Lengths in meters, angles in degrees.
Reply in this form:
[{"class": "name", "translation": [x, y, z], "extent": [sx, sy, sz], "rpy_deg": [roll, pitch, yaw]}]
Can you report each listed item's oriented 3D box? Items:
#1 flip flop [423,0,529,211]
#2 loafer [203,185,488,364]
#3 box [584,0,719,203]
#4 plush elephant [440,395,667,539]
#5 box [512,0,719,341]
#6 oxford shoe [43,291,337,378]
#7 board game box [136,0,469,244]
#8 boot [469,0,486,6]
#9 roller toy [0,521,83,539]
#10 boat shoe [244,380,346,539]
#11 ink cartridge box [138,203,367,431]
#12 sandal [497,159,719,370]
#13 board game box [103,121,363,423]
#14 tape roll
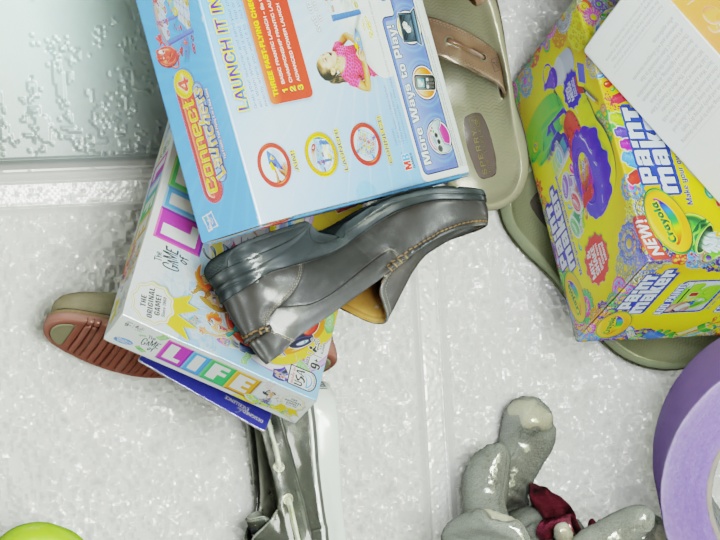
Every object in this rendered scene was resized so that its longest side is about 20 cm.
[{"class": "flip flop", "translation": [0.061, -0.134, 1.667], "extent": [0.080, 0.058, 0.202], "rpy_deg": [-13, 101, 19]}, {"class": "loafer", "translation": [0.000, 0.000, 1.517], "extent": [0.199, 0.073, 0.073], "rpy_deg": [-19, 83, -27]}, {"class": "box", "translation": [0.265, -0.121, 1.588], "extent": [0.124, 0.098, 0.200], "rpy_deg": [-35, 80, -33]}, {"class": "plush elephant", "translation": [0.132, 0.197, 1.647], "extent": [0.200, 0.155, 0.165], "rpy_deg": [-43, 104, -19]}, {"class": "box", "translation": [0.229, -0.069, 1.679], "extent": [0.191, 0.122, 0.201], "rpy_deg": [-3, 64, -23]}, {"class": "oxford shoe", "translation": [-0.112, 0.027, 1.607], "extent": [0.199, 0.071, 0.074], "rpy_deg": [7, 65, -26]}, {"class": "board game box", "translation": [-0.038, -0.134, 1.526], "extent": [0.195, 0.056, 0.202], "rpy_deg": [-15, 90, -46]}, {"class": "boot", "translation": [0.087, -0.290, 1.581], "extent": [0.155, 0.077, 0.201], "rpy_deg": [-35, 95, -3]}, {"class": "roller toy", "translation": [-0.226, 0.272, 1.502], "extent": [0.199, 0.140, 0.183], "rpy_deg": [-30, 89, -19]}, {"class": "boat shoe", "translation": [-0.047, 0.173, 1.623], "extent": [0.063, 0.071, 0.202], "rpy_deg": [-2, 82, -23]}, {"class": "ink cartridge box", "translation": [-0.065, -0.001, 1.586], "extent": [0.094, 0.037, 0.201], "rpy_deg": [30, 54, -11]}, {"class": "sandal", "translation": [0.178, 0.001, 1.726], "extent": [0.201, 0.057, 0.080], "rpy_deg": [39, 73, -16]}, {"class": "board game box", "translation": [-0.073, -0.019, 1.546], "extent": [0.134, 0.034, 0.201], "rpy_deg": [24, 53, -15]}, {"class": "tape roll", "translation": [0.298, 0.138, 1.662], "extent": [0.198, 0.085, 0.202], "rpy_deg": [1, 104, 3]}]
